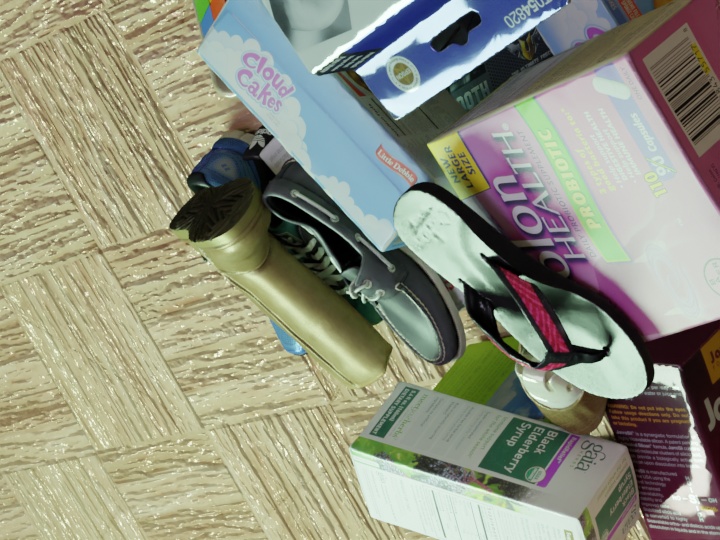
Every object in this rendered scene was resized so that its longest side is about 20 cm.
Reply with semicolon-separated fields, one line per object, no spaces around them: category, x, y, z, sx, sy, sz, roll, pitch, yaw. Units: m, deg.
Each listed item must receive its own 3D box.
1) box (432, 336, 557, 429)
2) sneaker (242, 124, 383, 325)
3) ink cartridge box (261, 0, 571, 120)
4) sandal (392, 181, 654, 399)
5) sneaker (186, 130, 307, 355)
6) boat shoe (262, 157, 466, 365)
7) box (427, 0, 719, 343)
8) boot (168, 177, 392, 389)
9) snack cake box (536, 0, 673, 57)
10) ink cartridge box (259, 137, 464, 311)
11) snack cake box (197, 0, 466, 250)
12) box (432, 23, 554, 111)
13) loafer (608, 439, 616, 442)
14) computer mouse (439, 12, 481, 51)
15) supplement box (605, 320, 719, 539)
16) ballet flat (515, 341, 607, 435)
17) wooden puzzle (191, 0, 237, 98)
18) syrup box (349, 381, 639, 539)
box;0.129;0.097;1.797;0.199;0.122;0.048;-14;118;50
sneaker;-0.040;-0.032;1.903;0.071;0.080;0.201;-4;117;47
ink cartridge box;0.007;-0.200;1.425;0.201;0.041;0.199;54;141;-4
sandal;0.096;0.023;1.478;0.199;0.045;0.075;37;137;5
sneaker;-0.094;-0.012;1.969;0.078;0.089;0.201;-6;115;49
boat shoe;0.000;0.000;1.764;0.200;0.063;0.073;52;144;-1
box;0.171;-0.055;1.465;0.199;0.097;0.177;-20;105;52
boot;-0.049;0.014;1.845;0.200;0.066;0.175;43;174;-15
snack cake box;0.217;-0.117;1.542;0.201;0.115;0.067;56;142;-6
ink cartridge box;0.038;-0.063;1.795;0.200;0.084;0.146;50;143;2
snack cake box;-0.003;-0.112;1.595;0.200;0.115;0.067;47;121;18
box;0.100;-0.127;1.645;0.200;0.051;0.159;-29;71;47
loafer;0.149;0.185;1.897;0.199;0.063;0.072;-23;102;52
computer mouse;0.060;-0.173;1.625;0.200;0.034;0.059;-56;51;35
supplement box;0.257;0.126;1.699;0.085;0.110;0.201;0;120;45
ballet flat;0.135;0.036;1.613;0.067;0.072;0.201;12;119;24
wooden puzzle;-0.094;-0.258;1.736;0.200;0.046;0.186;-53;45;50
syrup box;0.100;0.156;1.713;0.199;0.079;0.082;14;138;32
